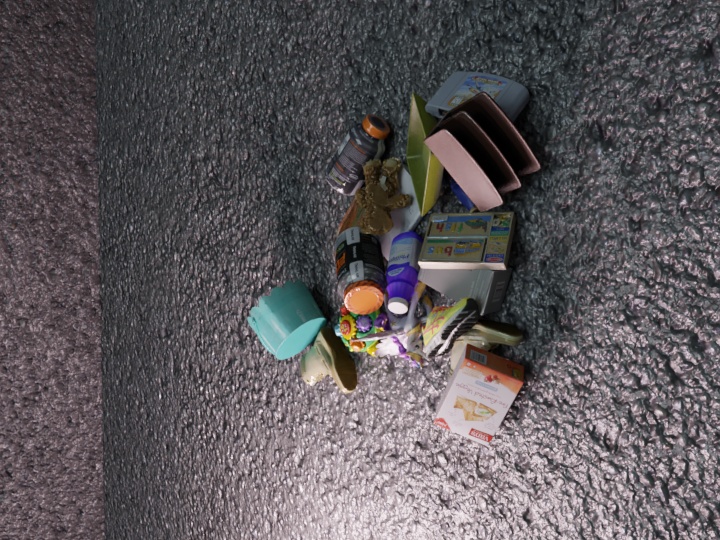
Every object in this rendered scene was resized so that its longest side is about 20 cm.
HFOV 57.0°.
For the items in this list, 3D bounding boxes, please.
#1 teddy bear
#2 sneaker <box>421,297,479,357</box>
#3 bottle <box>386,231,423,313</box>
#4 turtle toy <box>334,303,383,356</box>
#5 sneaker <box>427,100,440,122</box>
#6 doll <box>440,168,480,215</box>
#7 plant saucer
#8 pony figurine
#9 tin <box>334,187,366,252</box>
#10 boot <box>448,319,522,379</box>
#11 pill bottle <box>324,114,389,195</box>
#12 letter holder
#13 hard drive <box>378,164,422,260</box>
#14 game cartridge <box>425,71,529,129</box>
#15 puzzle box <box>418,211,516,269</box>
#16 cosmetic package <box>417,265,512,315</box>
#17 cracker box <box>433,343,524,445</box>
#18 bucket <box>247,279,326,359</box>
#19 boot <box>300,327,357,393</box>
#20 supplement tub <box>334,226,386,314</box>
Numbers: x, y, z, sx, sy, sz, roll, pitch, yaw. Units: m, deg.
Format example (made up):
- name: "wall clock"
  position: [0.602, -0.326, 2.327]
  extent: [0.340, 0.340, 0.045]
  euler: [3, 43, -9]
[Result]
- name: "teddy bear"
  position: [0.052, -0.182, 1.630]
  extent: [0.142, 0.067, 0.204]
  euler: [-15, 74, 7]
- name: "sneaker"
  position: [0.186, 0.109, 1.462]
  extent: [0.201, 0.077, 0.092]
  euler: [-54, 45, 45]
- name: "bottle"
  position: [0.101, 0.004, 1.573]
  extent: [0.082, 0.065, 0.203]
  euler: [-17, 46, 36]
- name: "turtle toy"
  position: [-0.001, 0.124, 1.725]
  extent: [0.145, 0.100, 0.204]
  euler: [35, 117, 39]
- name: "sneaker"
  position: [0.214, -0.348, 1.489]
  extent: [0.199, 0.081, 0.079]
  euler: [30, 114, 43]
- name: "doll"
  position: [0.221, -0.218, 1.513]
  extent: [0.137, 0.048, 0.202]
  euler: [-50, 58, 38]
- name: "plant saucer"
  position: [0.151, -0.264, 1.509]
  extent: [0.202, 0.047, 0.203]
  euler: [92, 171, -52]
- name: "pony figurine"
  position: [0.091, 0.137, 1.612]
  extent: [0.190, 0.166, 0.205]
  euler: [-6, 71, 35]
- name: "tin"
  position: [-0.011, -0.123, 1.741]
  extent: [0.202, 0.041, 0.113]
  euler: [-58, 24, 30]
- name: "boot"
  position: [0.271, 0.191, 1.466]
  extent: [0.198, 0.071, 0.159]
  euler: [6, 96, 51]
- name: "pill bottle"
  position: [-0.003, -0.300, 1.703]
  extent: [0.201, 0.105, 0.107]
  euler: [-53, 57, 34]
- name: "letter holder"
  position: [0.252, -0.239, 1.349]
  extent: [0.200, 0.101, 0.141]
  euler: [48, 154, -14]
- name: "hard drive"
  position: [0.093, -0.144, 1.667]
  extent: [0.133, 0.025, 0.201]
  euler: [55, 128, 29]
- name: "game cartridge"
  position: [0.252, -0.367, 1.421]
  extent: [0.198, 0.042, 0.134]
  euler: [24, 68, 34]
- name: "puzzle box"
  position: [0.230, -0.065, 1.440]
  extent: [0.196, 0.026, 0.135]
  euler: [0, 59, 29]
- name: "cosmetic package"
  position: [0.231, 0.008, 1.489]
  extent: [0.198, 0.089, 0.109]
  euler: [27, 114, 39]
- name: "cracker box"
  position: [0.253, 0.271, 1.432]
  extent: [0.131, 0.058, 0.203]
  euler: [21, 123, 3]
- name: "bucket"
  position: [-0.202, 0.143, 1.872]
  extent: [0.135, 0.205, 0.208]
  euler: [51, 126, 21]
- name: "boot"
  position: [-0.094, 0.283, 1.851]
  extent: [0.156, 0.072, 0.202]
  euler: [-52, 55, 34]
- name: "supplement tub"
  position: [0.000, 0.000, 1.619]
  extent: [0.123, 0.121, 0.202]
  euler: [-52, 29, 34]
